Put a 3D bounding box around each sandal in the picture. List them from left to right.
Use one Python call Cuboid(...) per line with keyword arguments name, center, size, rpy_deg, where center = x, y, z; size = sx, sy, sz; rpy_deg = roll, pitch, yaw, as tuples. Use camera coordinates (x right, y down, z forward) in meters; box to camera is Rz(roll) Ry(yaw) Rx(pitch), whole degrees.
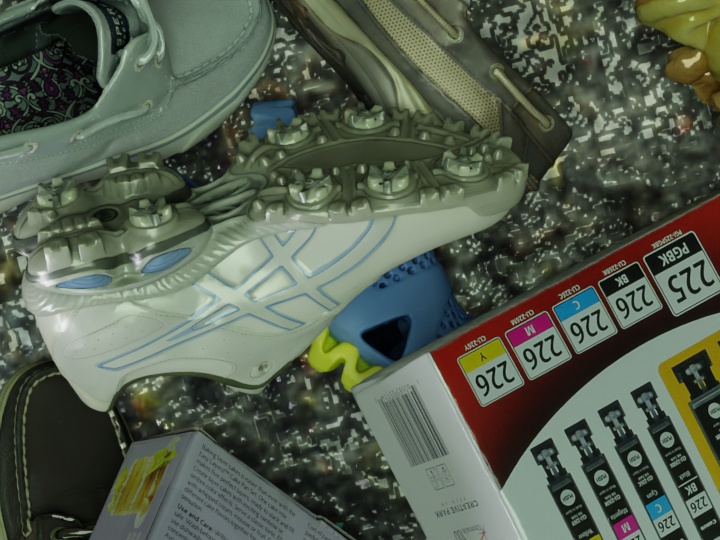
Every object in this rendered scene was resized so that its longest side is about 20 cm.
Cuboid(name="sandal", center=(0.000, 0.000, 1.033), size=(0.199, 0.079, 0.087), rpy_deg=(33, 94, -7))

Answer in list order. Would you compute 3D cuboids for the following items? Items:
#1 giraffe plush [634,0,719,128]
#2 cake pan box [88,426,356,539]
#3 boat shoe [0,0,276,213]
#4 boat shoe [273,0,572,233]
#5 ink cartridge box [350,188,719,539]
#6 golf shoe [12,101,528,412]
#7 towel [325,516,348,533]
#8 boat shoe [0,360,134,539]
Cuboid(name="giraffe plush", center=(0.205, -0.112, 0.988), size=(0.162, 0.200, 0.173), rpy_deg=(-20, 113, 36))
Cuboid(name="cake pan box", center=(-0.041, 0.191, 0.998), size=(0.200, 0.052, 0.185), rpy_deg=(38, 59, -29))
Cuboid(name="boat shoe", center=(-0.107, -0.075, 0.975), size=(0.200, 0.072, 0.070), rpy_deg=(-29, 76, -31))
Cuboid(name="boat shoe", center=(0.013, -0.110, 1.022), size=(0.073, 0.074, 0.200), rpy_deg=(-38, 107, -4))
Cuboid(name="ink cartridge box", center=(0.128, 0.074, 0.987), size=(0.199, 0.084, 0.176), rpy_deg=(-28, 90, -25))
Cuboid(name="golf shoe", center=(-0.031, -0.003, 0.978), size=(0.199, 0.078, 0.098), rpy_deg=(-11, 120, -2))
Cuboid(name="towel", center=(-0.053, 0.217, 1.095), size=(0.146, 0.022, 0.201), rpy_deg=(-12, 99, 1))
Cuboid(name="boat shoe", center=(-0.103, 0.131, 1.033), size=(0.073, 0.065, 0.201), rpy_deg=(-11, 82, -25))
